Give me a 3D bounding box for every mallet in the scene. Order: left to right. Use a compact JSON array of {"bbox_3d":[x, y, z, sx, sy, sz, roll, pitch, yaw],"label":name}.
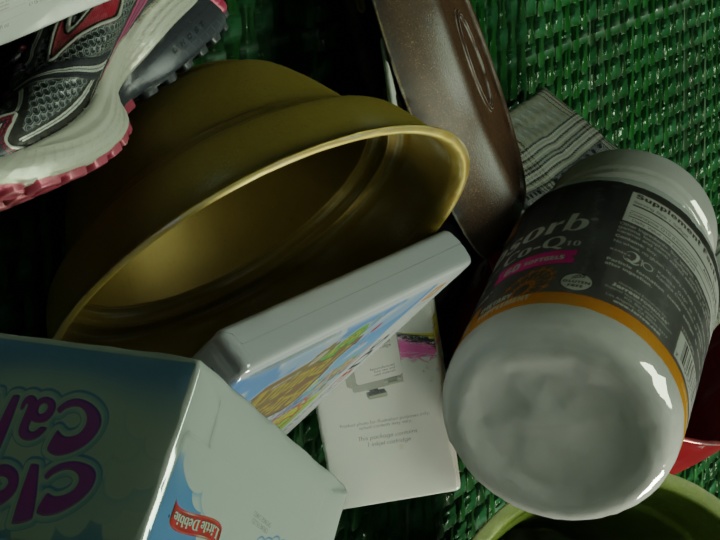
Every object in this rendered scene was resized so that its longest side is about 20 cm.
[{"bbox_3d":[0.019,-0.071,1.133,0.066,0.041,0.200,-42,127,-52],"label":"mallet"}]

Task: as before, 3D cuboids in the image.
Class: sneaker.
[{"bbox_3d":[-0.126,-0.081,0.805,0.075,0.080,0.200,61,33,-22],"label":"sneaker"}]

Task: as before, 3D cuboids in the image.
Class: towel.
[{"bbox_3d":[0.139,-0.030,1.233,0.035,0.193,0.200,-52,168,30],"label":"towel"}]

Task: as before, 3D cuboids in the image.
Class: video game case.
[{"bbox_3d":[-0.057,0.064,0.880,0.022,0.182,0.200,51,29,9],"label":"video game case"}]

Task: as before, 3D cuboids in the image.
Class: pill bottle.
[{"bbox_3d":[0.117,0.024,1.039,0.200,0.116,0.117,-61,146,-56],"label":"pill bottle"}]

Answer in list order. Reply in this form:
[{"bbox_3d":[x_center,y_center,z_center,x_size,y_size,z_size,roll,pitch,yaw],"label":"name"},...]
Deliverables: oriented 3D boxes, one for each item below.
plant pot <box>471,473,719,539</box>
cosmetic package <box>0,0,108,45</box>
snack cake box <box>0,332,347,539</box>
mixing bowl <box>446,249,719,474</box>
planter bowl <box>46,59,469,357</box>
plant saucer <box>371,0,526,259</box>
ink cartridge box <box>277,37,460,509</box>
[{"bbox_3d":[0.120,0.211,1.188,0.190,0.200,0.201,152,-53,-79],"label":"plant pot"},{"bbox_3d":[-0.123,-0.132,0.740,0.200,0.051,0.083,-28,135,-37],"label":"cosmetic package"},{"bbox_3d":[-0.121,0.069,0.690,0.115,0.200,0.067,50,51,-54],"label":"snack cake box"},{"bbox_3d":[0.125,0.060,1.235,0.108,0.200,0.200,-51,169,29],"label":"mixing bowl"},{"bbox_3d":[-0.060,-0.030,0.876,0.084,0.200,0.200,59,20,19],"label":"planter bowl"},{"bbox_3d":[0.047,-0.105,1.086,0.200,0.032,0.201,-18,90,-80],"label":"plant saucer"},{"bbox_3d":[0.000,0.000,1.023,0.117,0.067,0.200,-97,178,-64],"label":"ink cartridge box"}]
